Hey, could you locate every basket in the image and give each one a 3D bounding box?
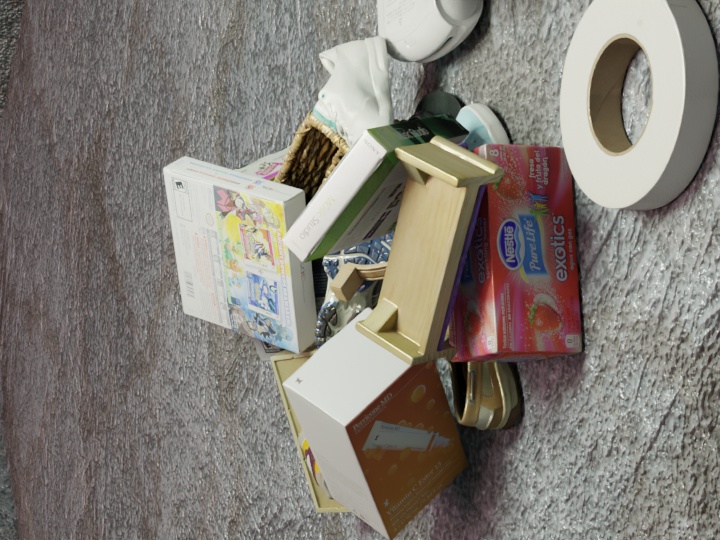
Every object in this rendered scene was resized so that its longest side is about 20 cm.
[{"bbox_3d":[-0.010,-0.067,1.861,0.200,0.149,0.143,123,141,-49],"label":"basket"}]

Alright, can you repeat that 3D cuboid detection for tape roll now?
[{"bbox_3d":[0.240,-0.153,1.434,0.203,0.037,0.203,-178,90,-66],"label":"tape roll"}]

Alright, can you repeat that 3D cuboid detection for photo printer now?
[{"bbox_3d":[0.072,-0.329,1.779,0.166,0.069,0.200,163,106,-67],"label":"photo printer"}]

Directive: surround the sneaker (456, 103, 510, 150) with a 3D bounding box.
[{"bbox_3d":[0.111,-0.081,1.669,0.074,0.082,0.200,134,132,-56],"label":"sneaker"}]

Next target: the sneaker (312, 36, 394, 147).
[{"bbox_3d":[-0.007,-0.163,1.763,0.075,0.088,0.200,82,-177,-54],"label":"sneaker"}]

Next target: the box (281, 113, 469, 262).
[{"bbox_3d":[0.017,-0.084,1.604,0.036,0.200,0.144,44,114,12],"label":"box"}]

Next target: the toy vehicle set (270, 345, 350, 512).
[{"bbox_3d":[-0.029,0.185,1.918,0.124,0.026,0.200,-9,100,45],"label":"toy vehicle set"}]

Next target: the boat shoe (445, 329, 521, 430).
[{"bbox_3d":[0.106,0.068,1.682,0.072,0.076,0.200,121,143,-48],"label":"boat shoe"}]

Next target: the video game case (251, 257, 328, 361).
[{"bbox_3d":[-0.074,0.020,1.913,0.200,0.023,0.182,-5,113,44],"label":"video game case"}]

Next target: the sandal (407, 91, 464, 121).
[{"bbox_3d":[0.071,-0.120,1.737,0.075,0.048,0.201,-21,46,33],"label":"sandal"}]

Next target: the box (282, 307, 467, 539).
[{"bbox_3d":[0.019,0.160,1.689,0.097,0.124,0.200,31,153,39],"label":"box"}]

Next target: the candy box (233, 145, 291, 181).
[{"bbox_3d":[-0.097,-0.041,2.023,0.061,0.136,0.200,16,120,35],"label":"candy box"}]

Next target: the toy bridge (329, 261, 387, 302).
[{"bbox_3d":[0.060,0.019,1.688,0.200,0.067,0.027,17,150,36],"label":"toy bridge"}]

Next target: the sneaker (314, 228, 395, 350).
[{"bbox_3d":[0.000,0.000,1.794,0.085,0.077,0.200,-36,-36,-66],"label":"sneaker"}]

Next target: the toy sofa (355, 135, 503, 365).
[{"bbox_3d":[0.073,-0.019,1.539,0.083,0.097,0.200,31,118,37],"label":"toy sofa"}]

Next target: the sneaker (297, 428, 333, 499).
[{"bbox_3d":[0.002,0.170,1.804,0.200,0.075,0.090,-59,45,43],"label":"sneaker"}]

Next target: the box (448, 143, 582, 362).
[{"bbox_3d":[0.143,-0.014,1.577,0.103,0.094,0.200,162,108,-66],"label":"box"}]

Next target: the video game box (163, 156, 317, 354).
[{"bbox_3d":[-0.137,-0.019,1.893,0.182,0.047,0.200,19,128,35],"label":"video game box"}]
